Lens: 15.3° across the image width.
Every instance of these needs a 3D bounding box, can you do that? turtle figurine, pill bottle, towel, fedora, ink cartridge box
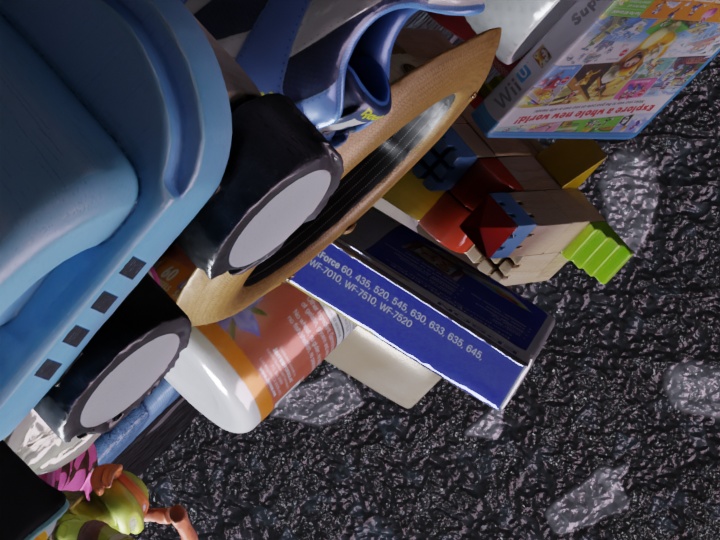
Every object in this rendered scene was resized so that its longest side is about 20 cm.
[{"bbox_3d":[-0.151,0.136,1.211,0.161,0.065,0.200,-37,-173,-16],"label":"turtle figurine"},{"bbox_3d":[-0.038,-0.009,1.593,0.200,0.112,0.112,-45,178,-16],"label":"pill bottle"},{"bbox_3d":[-0.168,0.093,1.891,0.200,0.049,0.112,-45,178,-21],"label":"towel"},{"bbox_3d":[-0.028,-0.061,1.158,0.200,0.082,0.201,-43,174,-5],"label":"fedora"},{"bbox_3d":[0.000,0.000,1.351,0.047,0.197,0.200,-59,176,10],"label":"ink cartridge box"}]

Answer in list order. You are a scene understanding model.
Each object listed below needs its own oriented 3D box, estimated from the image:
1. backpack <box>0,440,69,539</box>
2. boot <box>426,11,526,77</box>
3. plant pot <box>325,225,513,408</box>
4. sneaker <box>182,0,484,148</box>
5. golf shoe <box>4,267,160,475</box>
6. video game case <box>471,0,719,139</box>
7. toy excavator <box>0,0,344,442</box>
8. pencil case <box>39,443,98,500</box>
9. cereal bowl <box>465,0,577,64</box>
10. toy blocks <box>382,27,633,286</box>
[{"bbox_3d":[-0.210,0.156,1.029,0.200,0.154,0.176,-39,-175,20],"label":"backpack"},{"bbox_3d":[0.122,-0.152,1.490,0.072,0.144,0.200,-47,178,42],"label":"boot"},{"bbox_3d":[0.017,0.000,1.996,0.200,0.174,0.200,-46,179,-1],"label":"plant pot"},{"bbox_3d":[-0.040,-0.064,0.944,0.200,0.082,0.074,-44,179,20],"label":"sneaker"},{"bbox_3d":[-0.161,0.062,1.168,0.200,0.075,0.092,-46,175,-12],"label":"golf shoe"},{"bbox_3d":[0.159,-0.137,1.330,0.200,0.018,0.143,-47,156,29],"label":"video game case"},{"bbox_3d":[-0.127,0.003,0.661,0.195,0.100,0.200,-48,164,21],"label":"toy excavator"},{"bbox_3d":[-0.187,0.110,1.384,0.200,0.090,0.094,45,55,-86],"label":"pencil case"},{"bbox_3d":[0.112,-0.197,1.285,0.200,0.083,0.200,-45,177,-3],"label":"cereal bowl"},{"bbox_3d":[0.046,-0.064,1.477,0.100,0.200,0.136,-47,162,21],"label":"toy blocks"}]
